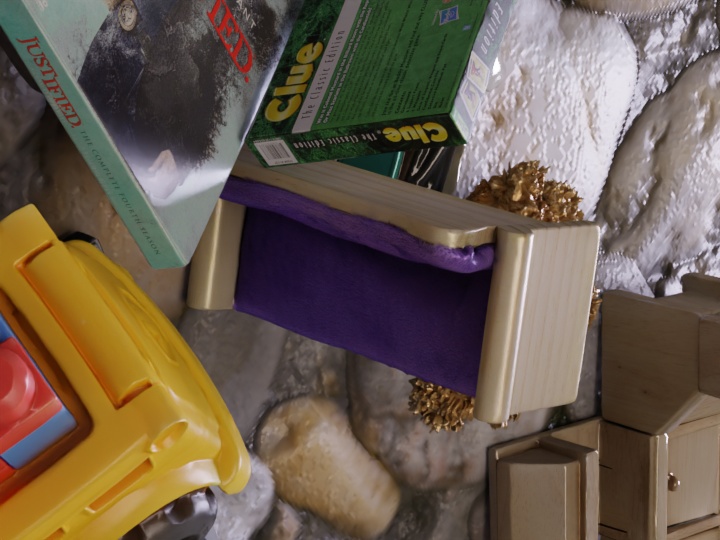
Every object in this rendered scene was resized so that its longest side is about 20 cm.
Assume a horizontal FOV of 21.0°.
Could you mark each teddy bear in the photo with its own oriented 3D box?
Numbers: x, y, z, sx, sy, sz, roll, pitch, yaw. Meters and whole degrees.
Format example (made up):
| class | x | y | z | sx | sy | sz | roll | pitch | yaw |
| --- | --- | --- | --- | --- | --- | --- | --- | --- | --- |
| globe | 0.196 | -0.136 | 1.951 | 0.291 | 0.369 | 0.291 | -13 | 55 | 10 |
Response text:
| class | x | y | z | sx | sy | sz | roll | pitch | yaw |
| --- | --- | --- | --- | --- | --- | --- | --- | --- | --- |
| teddy bear | 0.071 | 0.013 | 0.989 | 0.146 | 0.066 | 0.200 | -60 | 160 | 8 |

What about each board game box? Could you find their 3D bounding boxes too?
| class | x | y | z | sx | sy | sz | roll | pitch | yaw |
| --- | --- | --- | --- | --- | --- | --- | --- | --- | --- |
| board game box | 0.025 | -0.131 | 0.856 | 0.024 | 0.104 | 0.201 | 55 | 44 | -41 |

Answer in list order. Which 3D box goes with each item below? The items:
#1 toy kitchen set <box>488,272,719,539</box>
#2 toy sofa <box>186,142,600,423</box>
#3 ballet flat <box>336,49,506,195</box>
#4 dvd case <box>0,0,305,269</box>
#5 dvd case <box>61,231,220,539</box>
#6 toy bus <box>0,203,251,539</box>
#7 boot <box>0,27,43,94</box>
| class | x | y | z | sx | sy | sz | roll | pitch | yaw |
| --- | --- | --- | --- | --- | --- | --- | --- | --- | --- |
| toy kitchen set | 0.188 | 0.124 | 1.068 | 0.162 | 0.180 | 0.202 | -11 | 106 | -36 |
| toy sofa | 0.000 | 0.000 | 0.859 | 0.097 | 0.199 | 0.084 | -5 | 108 | -46 |
| ballet flat | 0.029 | -0.083 | 0.954 | 0.068 | 0.068 | 0.202 | 4 | 111 | -51 |
| dvd case | -0.077 | -0.123 | 0.809 | 0.147 | 0.022 | 0.201 | 62 | 34 | -38 |
| dvd case | -0.147 | 0.105 | 0.882 | 0.150 | 0.025 | 0.201 | -35 | 123 | -27 |
| toy bus | -0.153 | 0.074 | 0.697 | 0.199 | 0.136 | 0.192 | -37 | 169 | -4 |
| boot | -0.197 | -0.127 | 0.749 | 0.131 | 0.070 | 0.201 | -40 | 115 | -21 |
